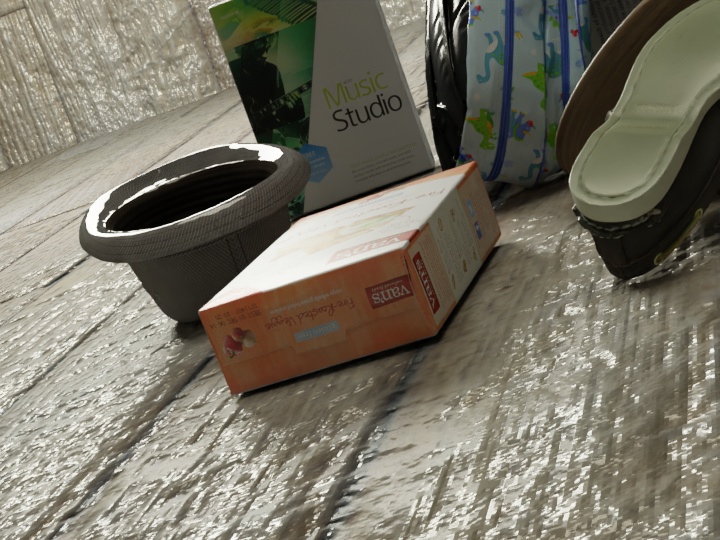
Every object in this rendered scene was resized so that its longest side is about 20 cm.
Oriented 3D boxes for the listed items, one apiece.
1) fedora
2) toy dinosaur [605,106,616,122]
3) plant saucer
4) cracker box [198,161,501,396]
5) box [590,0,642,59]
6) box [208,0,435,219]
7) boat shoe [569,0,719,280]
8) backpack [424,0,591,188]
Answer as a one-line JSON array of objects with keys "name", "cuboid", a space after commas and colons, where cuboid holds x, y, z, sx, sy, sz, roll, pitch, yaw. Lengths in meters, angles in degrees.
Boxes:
[{"name": "fedora", "cuboid": [-0.112, -0.021, 1.219, 0.176, 0.091, 0.199, -27, 19, -22]}, {"name": "toy dinosaur", "cuboid": [0.248, -0.093, 0.969, 0.198, 0.104, 0.077, -1, -22, 28]}, {"name": "plant saucer", "cuboid": [0.206, -0.130, 1.059, 0.199, 0.030, 0.201, -36, -22, -17]}, {"name": "cracker box", "cuboid": [0.000, 0.000, 1.004, 0.133, 0.058, 0.200, -17, 12, 20]}, {"name": "box", "cuboid": [0.199, -0.215, 1.323, 0.199, 0.186, 0.105, -8, 17, 45]}, {"name": "box", "cuboid": [-0.033, -0.162, 1.452, 0.143, 0.202, 0.036, -19, 8, 8]}, {"name": "boat shoe", "cuboid": [0.179, -0.080, 0.907, 0.071, 0.061, 0.202, 13, 50, 38]}, {"name": "backpack", "cuboid": [0.106, -0.160, 1.214, 0.164, 0.152, 0.202, 113, 174, -60]}]
